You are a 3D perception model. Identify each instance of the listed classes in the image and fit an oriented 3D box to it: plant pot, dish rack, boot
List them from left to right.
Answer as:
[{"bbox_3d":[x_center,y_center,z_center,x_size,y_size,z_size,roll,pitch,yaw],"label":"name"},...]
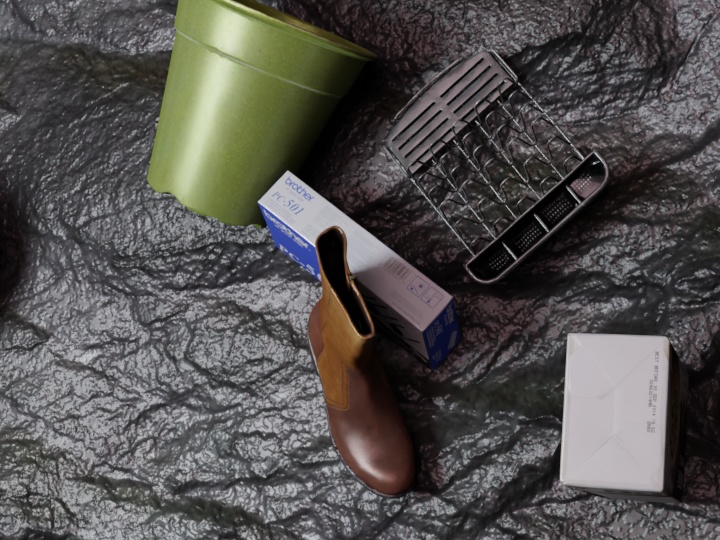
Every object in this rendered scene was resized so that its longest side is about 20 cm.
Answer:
[{"bbox_3d":[-0.110,-0.147,1.343,0.199,0.200,0.192,26,100,23],"label":"plant pot"},{"bbox_3d":[0.007,0.083,1.233,0.068,0.200,0.190,-12,68,-10],"label":"boot"},{"bbox_3d":[0.115,-0.100,1.309,0.153,0.055,0.201,-41,68,7],"label":"dish rack"}]

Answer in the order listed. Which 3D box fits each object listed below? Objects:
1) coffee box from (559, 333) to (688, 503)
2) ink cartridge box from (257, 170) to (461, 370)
[{"bbox_3d":[0.211,0.121,1.150,0.079,0.200,0.114,2,79,17],"label":"coffee box"},{"bbox_3d":[0.000,0.000,1.306,0.200,0.094,0.044,38,76,22],"label":"ink cartridge box"}]
